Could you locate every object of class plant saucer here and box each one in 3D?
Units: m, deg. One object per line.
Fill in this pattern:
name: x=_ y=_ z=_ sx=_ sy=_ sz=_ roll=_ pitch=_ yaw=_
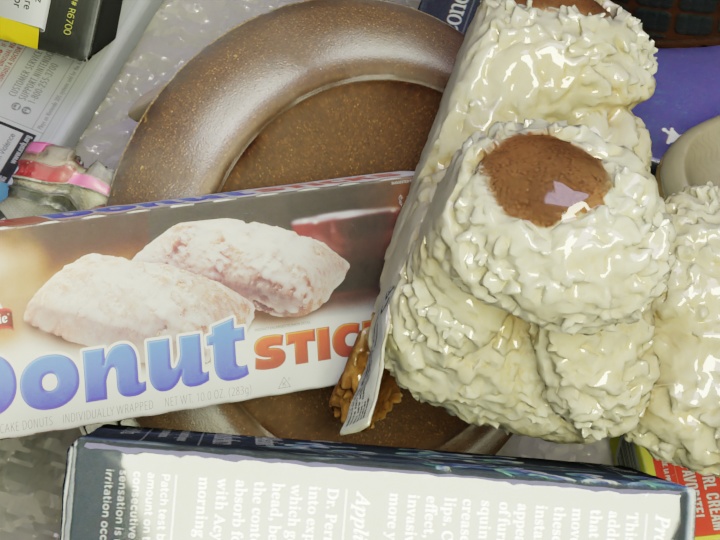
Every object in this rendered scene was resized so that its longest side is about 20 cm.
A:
plant saucer: x=0.000 y=0.000 z=1.035 sx=0.199 sy=0.032 sz=0.202 roll=-3 pitch=98 yaw=-26

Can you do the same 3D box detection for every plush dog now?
plush dog: x=0.094 y=0.017 z=0.954 sx=0.171 sy=0.161 sz=0.200 roll=21 pitch=25 yaw=-6

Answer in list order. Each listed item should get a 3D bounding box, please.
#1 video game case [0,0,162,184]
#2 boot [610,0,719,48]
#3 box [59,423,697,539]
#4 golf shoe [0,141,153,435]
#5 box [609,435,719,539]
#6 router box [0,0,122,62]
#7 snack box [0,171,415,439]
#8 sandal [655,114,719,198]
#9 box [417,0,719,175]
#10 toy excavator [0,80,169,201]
video game case: x=-0.194 y=-0.106 z=1.206 sx=0.181 sy=0.022 sz=0.201 roll=22 pitch=59 yaw=10
boot: x=0.071 y=-0.155 z=1.101 sx=0.199 sy=0.075 sz=0.097 roll=17 pitch=61 yaw=10
box: x=0.001 y=0.113 z=0.929 sx=0.199 sy=0.148 sz=0.108 roll=5 pitch=88 yaw=-3
golf shoe: x=-0.069 y=0.038 z=1.061 sx=0.200 sy=0.073 sz=0.092 roll=35 pitch=78 yaw=-25
box: x=0.203 y=0.077 z=1.098 sx=0.199 sy=0.050 sz=0.076 roll=-5 pitch=58 yaw=-7
router box: x=-0.156 y=-0.203 z=1.150 sx=0.148 sy=0.201 sz=0.051 roll=15 pitch=18 yaw=6
snack box: x=-0.063 y=0.012 z=0.973 sx=0.199 sy=0.024 sz=0.072 roll=-8 pitch=100 yaw=-27
sandal: x=0.203 y=-0.064 z=1.064 sx=0.199 sy=0.054 sz=0.081 roll=-23 pitch=63 yaw=-17
box: x=0.119 y=-0.074 z=1.158 sx=0.199 sy=0.105 sz=0.149 roll=15 pitch=58 yaw=5
toy excavator: x=-0.138 y=0.001 z=1.098 sx=0.199 sy=0.100 sz=0.196 roll=15 pitch=73 yaw=-28
